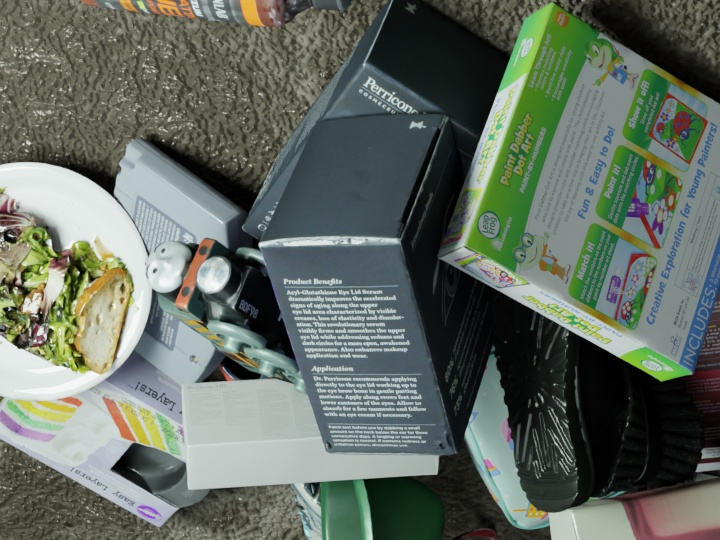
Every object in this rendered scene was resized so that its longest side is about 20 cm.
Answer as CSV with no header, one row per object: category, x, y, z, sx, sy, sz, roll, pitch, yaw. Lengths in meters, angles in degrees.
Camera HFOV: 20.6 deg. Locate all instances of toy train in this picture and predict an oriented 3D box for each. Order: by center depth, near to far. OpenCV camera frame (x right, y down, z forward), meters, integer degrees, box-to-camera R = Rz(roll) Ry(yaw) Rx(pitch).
toy train,-0.083,0.034,1.517,0.114,0.085,0.200,13,166,34

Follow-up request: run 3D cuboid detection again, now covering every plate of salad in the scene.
plate of salad,-0.271,0.012,1.613,0.199,0.048,0.201,1,103,3

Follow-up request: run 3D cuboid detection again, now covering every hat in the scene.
hat,0.066,0.215,1.661,0.175,0.200,0.166,-2,114,-13

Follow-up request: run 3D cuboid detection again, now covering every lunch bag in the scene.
lunch bag,0.157,0.106,1.594,0.160,0.077,0.200,-27,125,-1

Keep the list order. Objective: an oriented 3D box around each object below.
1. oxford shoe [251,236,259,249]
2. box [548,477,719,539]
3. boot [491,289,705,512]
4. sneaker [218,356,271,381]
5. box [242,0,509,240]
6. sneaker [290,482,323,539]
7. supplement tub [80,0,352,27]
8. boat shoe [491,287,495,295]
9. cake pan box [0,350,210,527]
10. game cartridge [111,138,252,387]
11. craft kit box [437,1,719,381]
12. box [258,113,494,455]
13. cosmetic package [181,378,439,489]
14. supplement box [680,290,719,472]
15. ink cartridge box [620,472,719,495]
oxford shoe,0.000,0.000,1.591,0.199,0.071,0.073,17,128,5
box,0.259,0.221,1.544,0.199,0.109,0.128,-10,174,-5
boot,0.180,0.070,1.476,0.079,0.158,0.212,4,101,48
sneaker,-0.038,0.066,1.655,0.200,0.075,0.085,-25,119,32
box,0.029,-0.082,1.486,0.148,0.107,0.200,31,131,-8
sneaker,-0.030,0.215,1.778,0.086,0.078,0.200,-24,118,37
supplement tub,-0.103,-0.231,1.405,0.199,0.107,0.107,8,131,12
boat shoe,0.138,-0.034,1.499,0.075,0.068,0.200,45,125,8
cake pan box,-0.217,0.138,1.771,0.200,0.052,0.184,32,144,-11
game cartridge,-0.153,0.001,1.632,0.133,0.041,0.200,39,137,22
craft kit box,0.173,-0.054,1.385,0.197,0.200,0.048,30,158,-20
box,0.018,0.011,1.398,0.104,0.148,0.200,-2,127,20
cosmetic package,-0.041,0.127,1.577,0.199,0.083,0.051,-2,126,-7
supplement box,0.290,0.064,1.553,0.109,0.061,0.200,-8,127,24
ink cartridge box,0.265,0.247,1.700,0.199,0.084,0.146,10,131,9
